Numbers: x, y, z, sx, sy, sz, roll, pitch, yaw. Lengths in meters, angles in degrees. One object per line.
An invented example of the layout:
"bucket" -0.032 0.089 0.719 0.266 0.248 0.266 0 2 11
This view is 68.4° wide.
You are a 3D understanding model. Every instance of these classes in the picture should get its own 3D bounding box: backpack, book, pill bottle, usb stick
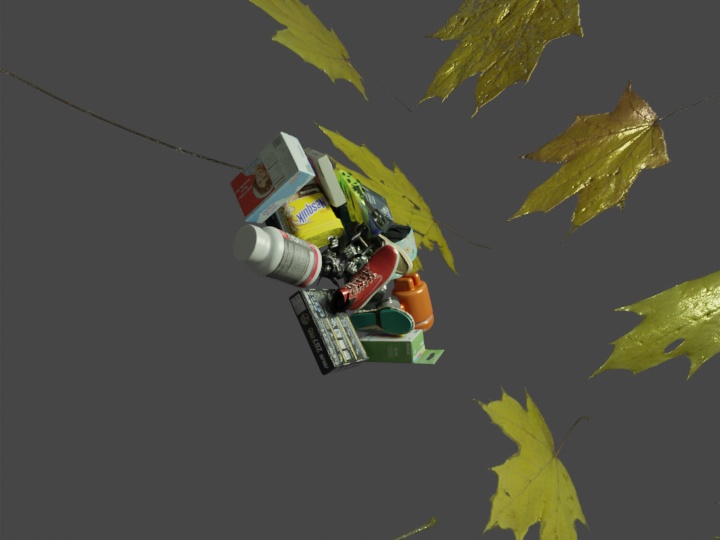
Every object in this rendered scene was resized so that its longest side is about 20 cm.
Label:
"backpack" 0.075 -0.055 1.604 0.176 0.197 0.156 -57 128 -64
"book" -0.106 -0.258 1.444 0.135 0.047 0.200 67 -10 -25
"pill bottle" -0.189 -0.034 1.208 0.199 0.110 0.112 22 40 -50
"usb stick" -0.226 -0.146 1.346 0.032 0.055 0.203 10 50 -54

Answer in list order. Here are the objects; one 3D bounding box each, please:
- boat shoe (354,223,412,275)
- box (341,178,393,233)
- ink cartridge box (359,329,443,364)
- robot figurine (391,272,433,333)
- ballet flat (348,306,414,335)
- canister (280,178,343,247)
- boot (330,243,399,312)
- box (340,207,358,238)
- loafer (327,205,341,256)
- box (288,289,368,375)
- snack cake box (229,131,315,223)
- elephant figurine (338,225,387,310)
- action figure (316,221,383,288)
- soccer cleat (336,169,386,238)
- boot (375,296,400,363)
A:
"boat shoe" 0.062 -0.058 1.478 0.200 0.072 0.065 43 12 -1
"box" 0.011 -0.202 1.557 0.156 0.051 0.201 29 20 -17
"ink cartridge box" 0.104 0.192 1.354 0.104 0.196 0.061 -23 108 -65
"robot figurine" 0.161 0.109 1.618 0.144 0.114 0.204 -96 172 -73
"ballet flat" 0.060 0.127 1.373 0.064 0.197 0.077 -4 95 -58
"canister" -0.153 -0.161 1.410 0.147 0.087 0.202 -21 72 -26
"boot" 0.011 0.021 1.287 0.072 0.201 0.144 42 14 16
"box" -0.049 -0.185 1.630 0.201 0.048 0.083 -117 -174 -49
"loafer" -0.093 -0.126 1.534 0.073 0.070 0.204 119 -33 -71
"box" -0.074 0.141 1.275 0.160 0.049 0.202 0 59 -60
"snack cake box" -0.216 -0.219 1.280 0.067 0.199 0.116 4 55 -59
"elephant figurine" 0.000 0.000 1.475 0.139 0.156 0.203 0 54 -23
"action figure" -0.046 -0.039 1.358 0.119 0.199 0.102 51 -7 4
"soccer cleat" -0.013 -0.174 1.416 0.202 0.083 0.065 54 29 -1
"boot" 0.101 0.166 1.459 0.201 0.069 0.133 65 5 -57
